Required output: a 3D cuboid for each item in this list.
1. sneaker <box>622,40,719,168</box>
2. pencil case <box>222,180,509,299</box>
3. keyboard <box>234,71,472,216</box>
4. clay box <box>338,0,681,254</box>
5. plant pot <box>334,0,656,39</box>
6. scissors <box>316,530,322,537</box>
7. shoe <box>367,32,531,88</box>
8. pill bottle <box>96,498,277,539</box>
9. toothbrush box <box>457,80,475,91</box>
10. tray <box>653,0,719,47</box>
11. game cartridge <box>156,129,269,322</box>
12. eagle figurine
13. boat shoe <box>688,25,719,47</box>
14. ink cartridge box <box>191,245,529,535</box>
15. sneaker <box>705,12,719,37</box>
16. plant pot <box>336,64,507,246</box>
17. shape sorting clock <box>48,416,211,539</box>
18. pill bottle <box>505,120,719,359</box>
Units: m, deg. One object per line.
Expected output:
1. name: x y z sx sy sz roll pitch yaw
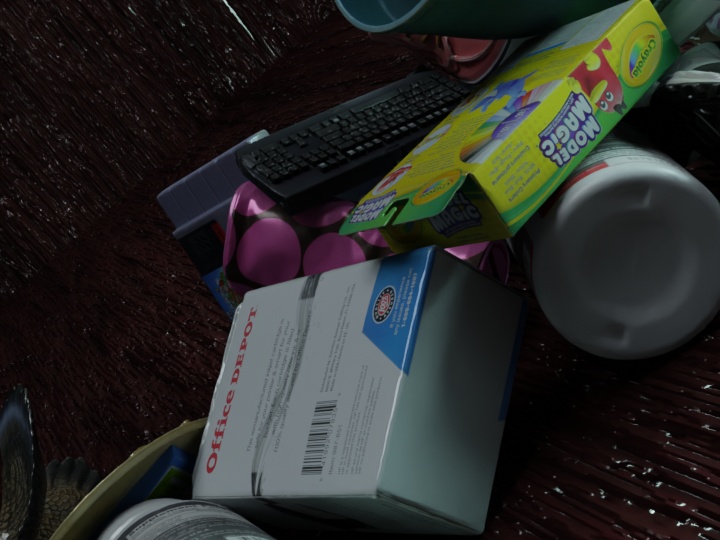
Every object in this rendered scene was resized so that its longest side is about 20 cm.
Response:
1. sneaker: 0.218 -0.109 0.780 0.079 0.074 0.200 -47 9 0
2. pencil case: 0.000 0.000 0.904 0.091 0.199 0.094 -6 -70 -70
3. keyboard: 0.018 -0.088 0.918 0.199 0.021 0.127 -28 53 -31
4. clay box: 0.084 -0.074 0.742 0.200 0.048 0.115 -46 18 -26
5. plant pot: 0.103 -0.237 0.820 0.200 0.187 0.202 -17 71 59
6. scissors: 0.025 0.101 0.882 0.073 0.014 0.200 -28 20 36
7. shoe: 0.063 -0.187 0.984 0.200 0.090 0.072 -140 71 -74
8. pill bottle: -0.087 0.192 0.712 0.113 0.113 0.200 -44 16 -16
9. toothbrush box: 0.165 -0.208 1.000 0.146 0.086 0.201 -141 72 -74
10. tray: 0.211 -0.183 0.829 0.108 0.022 0.200 -62 5 -21
11. game cartridge: -0.069 0.000 1.019 0.129 0.201 0.038 -26 12 38
12. eagle figurine: -0.261 0.209 0.978 0.201 0.151 0.152 -57 12 -27
13. boat shoe: 0.298 -0.197 0.838 0.199 0.072 0.072 -29 18 37
14. ink cartridge box: -0.005 0.080 0.781 0.199 0.083 0.146 -13 57 52
15. sneaker: 0.274 -0.152 0.743 0.081 0.088 0.200 -63 17 8
16. plant pot: 0.011 -0.037 1.062 0.200 0.141 0.142 -34 16 38
17. shape sorting clock: -0.156 0.177 0.868 0.200 0.039 0.200 -46 -21 -23
18. pill bottle: 0.147 -0.033 0.791 0.114 0.114 0.200 -36 17 10
